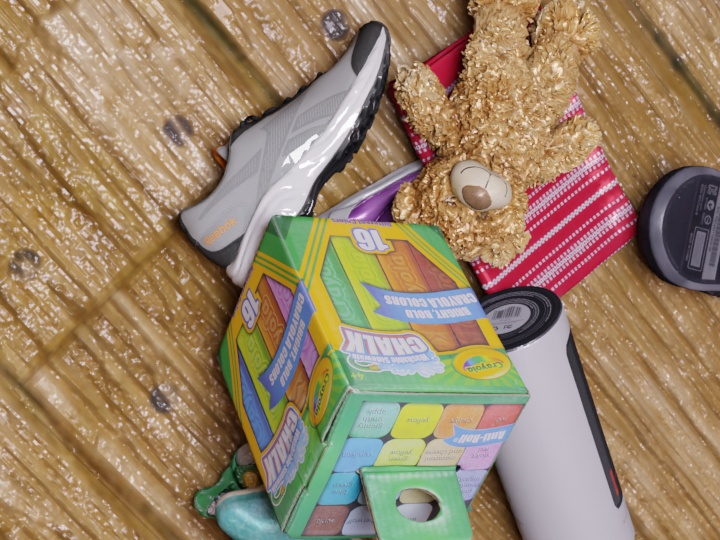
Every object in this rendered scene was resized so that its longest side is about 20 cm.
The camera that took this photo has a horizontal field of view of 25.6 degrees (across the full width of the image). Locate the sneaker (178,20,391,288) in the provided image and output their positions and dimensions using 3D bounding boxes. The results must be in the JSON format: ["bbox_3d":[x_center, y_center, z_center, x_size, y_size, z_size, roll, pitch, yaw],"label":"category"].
[{"bbox_3d":[-0.044,-0.086,1.032,0.079,0.074,0.201,32,75,7],"label":"sneaker"}]

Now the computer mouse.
[{"bbox_3d":[0.267,-0.017,1.169,0.199,0.053,0.140,18,86,-36],"label":"computer mouse"}]

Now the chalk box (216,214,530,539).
[{"bbox_3d":[0.010,0.078,0.952,0.124,0.201,0.125,3,129,-29],"label":"chalk box"}]

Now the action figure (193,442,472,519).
[{"bbox_3d":[-0.017,0.137,1.076,0.198,0.055,0.119,-13,103,-15],"label":"action figure"}]

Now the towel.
[{"bbox_3d":[0.112,-0.076,1.103,0.144,0.022,0.201,-35,107,-26],"label":"towel"}]

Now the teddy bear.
[{"bbox_3d":[0.094,-0.104,1.040,0.145,0.067,0.200,45,70,-22],"label":"teddy bear"}]

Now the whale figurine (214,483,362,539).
[{"bbox_3d":[-0.029,0.219,1.022,0.158,0.104,0.201,-19,126,-6],"label":"whale figurine"}]

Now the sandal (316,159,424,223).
[{"bbox_3d":[-0.005,-0.006,1.064,0.203,0.050,0.083,-44,108,-13],"label":"sandal"}]

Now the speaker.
[{"bbox_3d":[0.126,0.115,1.089,0.081,0.081,0.201,-29,117,-16],"label":"speaker"}]
